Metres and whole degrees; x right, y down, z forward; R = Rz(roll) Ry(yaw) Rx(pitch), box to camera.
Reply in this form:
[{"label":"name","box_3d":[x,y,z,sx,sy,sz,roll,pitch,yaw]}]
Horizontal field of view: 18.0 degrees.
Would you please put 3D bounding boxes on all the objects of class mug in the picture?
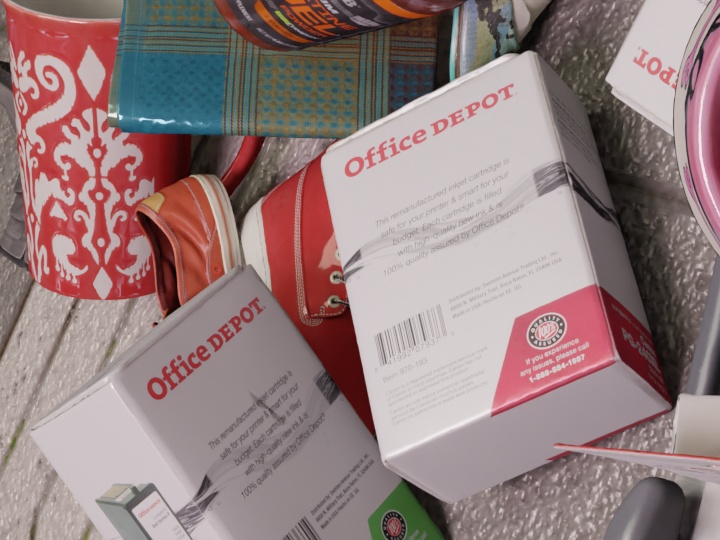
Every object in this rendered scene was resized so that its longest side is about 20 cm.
[{"label":"mug","box_3d":[-0.158,-0.085,1.500,0.177,0.133,0.202,29,125,44]}]

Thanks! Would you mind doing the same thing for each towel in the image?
[{"label":"towel","box_3d":[-0.050,-0.142,1.396,0.022,0.198,0.148,90,-176,-59]}]

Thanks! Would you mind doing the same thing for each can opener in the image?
[{"label":"can opener","box_3d":[0.176,0.083,1.147,0.052,0.066,0.202,10,81,52]}]

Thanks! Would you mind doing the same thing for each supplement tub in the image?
[{"label":"supplement tub","box_3d":[0.005,-0.190,1.293,0.199,0.106,0.108,-8,72,51]}]

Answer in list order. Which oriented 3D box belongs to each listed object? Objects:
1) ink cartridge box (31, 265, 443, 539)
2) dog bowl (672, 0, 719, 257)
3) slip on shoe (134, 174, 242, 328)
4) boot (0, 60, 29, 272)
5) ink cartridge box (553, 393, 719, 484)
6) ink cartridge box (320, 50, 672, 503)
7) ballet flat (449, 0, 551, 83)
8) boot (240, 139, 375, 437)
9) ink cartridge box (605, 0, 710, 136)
[{"label":"ink cartridge box","box_3d":[-0.066,0.120,1.271,0.084,0.146,0.201,-31,97,40]},{"label":"dog bowl","box_3d":[0.236,-0.065,1.028,0.198,0.074,0.202,2,97,14]},{"label":"slip on shoe","box_3d":[-0.102,0.041,1.450,0.074,0.061,0.202,179,80,-67]},{"label":"boot","box_3d":[-0.245,-0.073,1.692,0.200,0.069,0.133,38,112,53]},{"label":"ink cartridge box","box_3d":[0.214,0.078,1.012,0.199,0.173,0.044,0,78,49]},{"label":"ink cartridge box","box_3d":[0.071,0.003,1.251,0.144,0.083,0.201,-25,57,21]},{"label":"ballet flat","box_3d":[0.092,-0.197,1.338,0.074,0.074,0.202,-8,73,48]},{"label":"boot","box_3d":[0.000,0.000,1.376,0.144,0.072,0.201,-41,46,32]},{"label":"ink cartridge box","box_3d":[0.232,-0.143,1.135,0.146,0.084,0.201,43,110,47]}]
